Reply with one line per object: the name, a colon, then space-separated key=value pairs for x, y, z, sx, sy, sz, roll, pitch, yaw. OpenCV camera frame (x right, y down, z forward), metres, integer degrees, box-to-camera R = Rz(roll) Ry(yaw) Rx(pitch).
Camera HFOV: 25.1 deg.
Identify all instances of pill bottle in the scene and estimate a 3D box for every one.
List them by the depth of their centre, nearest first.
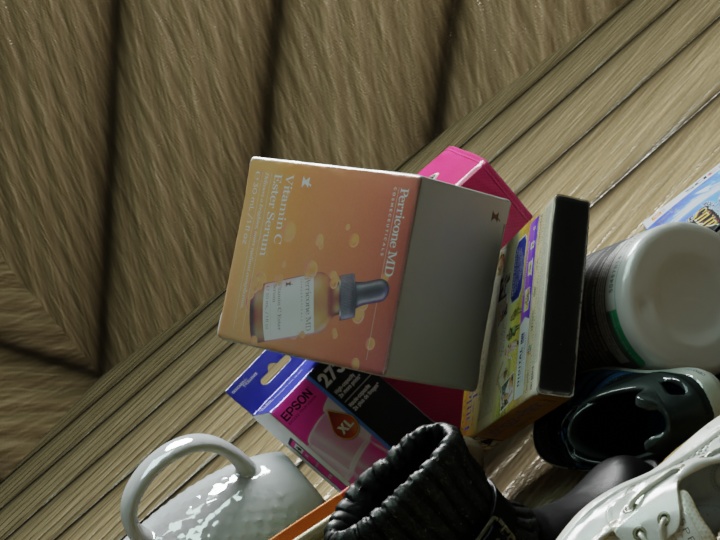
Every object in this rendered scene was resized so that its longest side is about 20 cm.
pill bottle: x=0.198 y=0.038 z=1.216 sx=0.113 sy=0.113 sz=0.200 roll=-43 pitch=6 yaw=-23

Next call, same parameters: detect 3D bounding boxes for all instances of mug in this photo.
mug: x=-0.117 y=0.223 z=1.338 sx=0.175 sy=0.200 sz=0.148 roll=-40 pitch=28 yaw=-9

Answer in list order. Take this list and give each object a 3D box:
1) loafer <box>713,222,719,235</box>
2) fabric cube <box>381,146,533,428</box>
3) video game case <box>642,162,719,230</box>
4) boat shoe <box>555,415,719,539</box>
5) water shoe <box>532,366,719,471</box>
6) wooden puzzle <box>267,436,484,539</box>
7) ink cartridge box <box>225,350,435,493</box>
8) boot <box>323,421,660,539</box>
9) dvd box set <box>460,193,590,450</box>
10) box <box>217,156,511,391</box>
loafer: x=0.295 y=0.002 z=1.169 sx=0.063 sy=0.072 sz=0.200 roll=-47 pitch=12 yaw=-13
fabric cube: x=0.081 y=0.028 z=1.483 sx=0.199 sy=0.200 sz=0.196 roll=-40 pitch=10 yaw=0
video game case: x=0.337 y=-0.061 z=1.381 sx=0.181 sy=0.045 sz=0.200 roll=-39 pitch=9 yaw=9
boat shoe: x=0.177 y=0.146 z=0.910 sx=0.200 sy=0.071 sz=0.069 roll=-40 pitch=7 yaw=-13
water shoe: x=0.164 y=0.101 z=1.112 sx=0.079 sy=0.072 sz=0.200 roll=-6 pitch=-9 yaw=-31
wooden puzzle: x=-0.001 y=0.189 z=1.209 sx=0.199 sy=0.037 sz=0.185 roll=-28 pitch=-20 yaw=-6
ink cartridge box: x=-0.009 y=0.130 z=1.357 sx=0.095 sy=0.200 sz=0.037 roll=-45 pitch=-12 yaw=-28
boot: x=0.091 y=0.146 z=0.983 sx=0.211 sy=0.158 sz=0.079 roll=-44 pitch=10 yaw=-31
dvd box set: x=0.119 y=0.044 z=1.200 sx=0.200 sy=0.029 sz=0.147 roll=126 pitch=153 yaw=-69
box: x=0.000 y=0.000 z=1.268 sx=0.199 sy=0.106 sz=0.153 roll=9 pitch=87 yaw=46
